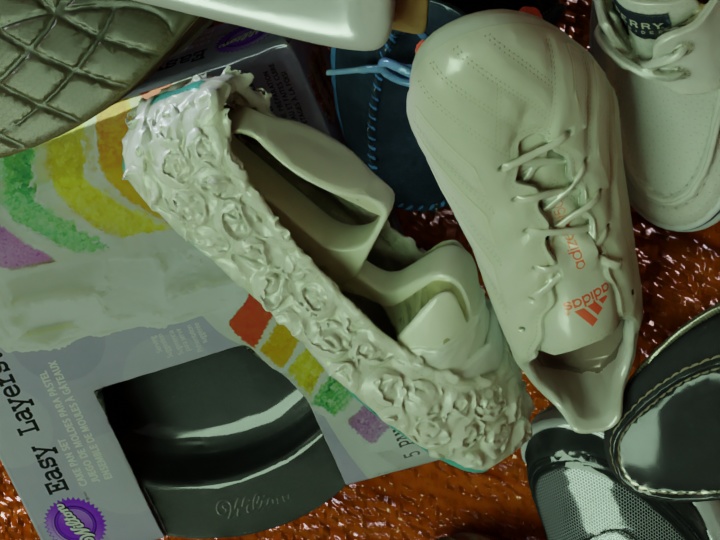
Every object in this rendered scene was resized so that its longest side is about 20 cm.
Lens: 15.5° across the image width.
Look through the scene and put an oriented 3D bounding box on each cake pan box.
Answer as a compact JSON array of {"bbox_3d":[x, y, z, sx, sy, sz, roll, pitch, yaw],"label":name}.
[{"bbox_3d":[-0.073,0.012,1.046,0.184,0.052,0.200,-15,116,14],"label":"cake pan box"}]

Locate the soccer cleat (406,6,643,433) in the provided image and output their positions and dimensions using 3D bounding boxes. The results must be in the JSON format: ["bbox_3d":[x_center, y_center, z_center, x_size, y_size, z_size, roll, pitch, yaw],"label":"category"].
[{"bbox_3d":[0.067,-0.016,0.925,0.069,0.078,0.200,-17,145,6],"label":"soccer cleat"}]

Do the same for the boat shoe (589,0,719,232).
[{"bbox_3d":[0.105,-0.096,0.905,0.071,0.070,0.200,18,124,25],"label":"boat shoe"}]

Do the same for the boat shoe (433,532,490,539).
[{"bbox_3d":[0.031,0.173,1.034,0.072,0.200,0.076,-2,121,-2],"label":"boat shoe"}]

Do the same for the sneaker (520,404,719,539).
[{"bbox_3d":[0.108,0.154,1.020,0.075,0.114,0.200,-21,103,40],"label":"sneaker"}]

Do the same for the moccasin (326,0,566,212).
[{"bbox_3d":[0.034,-0.100,0.935,0.068,0.080,0.200,-121,31,-47],"label":"moccasin"}]

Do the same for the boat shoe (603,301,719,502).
[{"bbox_3d":[0.164,0.042,0.938,0.200,0.063,0.073,-22,101,33],"label":"boat shoe"}]

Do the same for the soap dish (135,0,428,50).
[{"bbox_3d":[-0.068,-0.156,0.828,0.200,0.081,0.157,15,152,9],"label":"soap dish"}]

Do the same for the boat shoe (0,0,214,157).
[{"bbox_3d":[-0.085,-0.106,0.977,0.200,0.068,0.072,-36,87,8],"label":"boat shoe"}]

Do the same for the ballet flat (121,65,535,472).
[{"bbox_3d":[0.000,0.000,0.961,0.200,0.072,0.072,39,134,-17],"label":"ballet flat"}]
